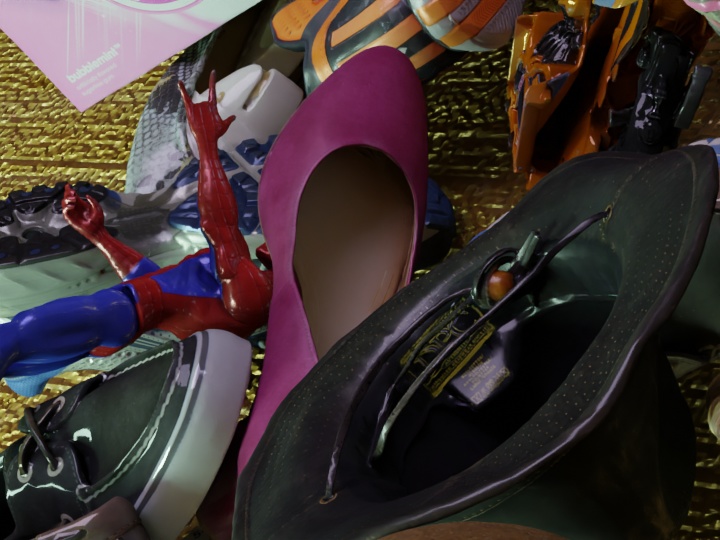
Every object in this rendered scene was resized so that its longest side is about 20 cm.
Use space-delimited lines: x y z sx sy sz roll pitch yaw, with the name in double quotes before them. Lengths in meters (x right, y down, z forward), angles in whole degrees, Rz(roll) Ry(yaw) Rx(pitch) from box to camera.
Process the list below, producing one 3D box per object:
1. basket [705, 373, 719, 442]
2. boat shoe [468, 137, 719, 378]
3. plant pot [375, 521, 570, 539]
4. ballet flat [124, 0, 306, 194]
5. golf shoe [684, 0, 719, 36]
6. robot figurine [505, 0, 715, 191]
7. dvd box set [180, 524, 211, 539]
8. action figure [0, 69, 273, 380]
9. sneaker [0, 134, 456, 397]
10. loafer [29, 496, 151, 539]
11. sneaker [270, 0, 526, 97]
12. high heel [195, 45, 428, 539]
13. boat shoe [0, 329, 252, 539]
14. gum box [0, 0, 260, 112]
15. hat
"basket" 0.194 0.005 0.768 0.199 0.149 0.143 -34 33 8
"boat shoe" 0.088 0.013 0.905 0.072 0.072 0.200 -42 12 -29
"plant pot" 0.026 0.169 0.670 0.185 0.186 0.201 -22 44 23
"ballet flat" -0.045 -0.078 1.158 0.072 0.072 0.201 -12 40 33
"golf shoe" 0.162 -0.055 0.782 0.072 0.092 0.200 -35 22 -2
"robot figurine" 0.100 -0.111 0.990 0.145 0.058 0.201 -89 17 -62
"dvd box set" -0.001 0.133 0.904 0.146 0.029 0.200 -32 33 5
"action figure" -0.106 -0.005 0.985 0.199 0.100 0.065 -13 -9 -24
"sneaker" -0.059 0.004 1.081 0.198 0.086 0.077 -8 32 4
"loafer" -0.157 0.120 0.939 0.198 0.063 0.072 -10 7 13
"sneaker" 0.025 -0.121 1.121 0.112 0.078 0.200 -29 7 32
"high heel" 0.000 0.000 0.943 0.096 0.067 0.201 -25 37 56
"boat shoe" -0.102 0.075 0.971 0.200 0.056 0.069 -44 29 49
"gum box" -0.079 -0.162 1.132 0.199 0.114 0.066 -27 26 36
"hat" 0.050 0.049 0.802 0.200 0.081 0.201 -38 14 11
